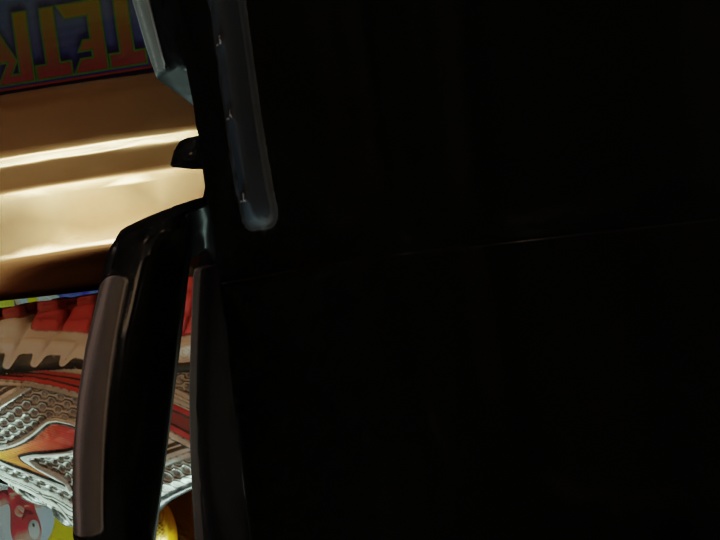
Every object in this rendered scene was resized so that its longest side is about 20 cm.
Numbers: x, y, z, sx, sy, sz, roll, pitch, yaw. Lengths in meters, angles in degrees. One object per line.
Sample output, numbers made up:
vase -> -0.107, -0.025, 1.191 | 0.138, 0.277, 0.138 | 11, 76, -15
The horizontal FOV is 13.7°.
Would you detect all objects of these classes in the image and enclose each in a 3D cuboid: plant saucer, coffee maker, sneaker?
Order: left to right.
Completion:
sneaker -> -0.074, 0.047, 0.827 | 0.199, 0.083, 0.078 | -10, 176, 38
plant saucer -> -0.059, -0.019, 0.764 | 0.199, 0.038, 0.200 | -7, 176, -1
coffee maker -> 0.038, -0.012, 0.595 | 0.191, 0.201, 0.134 | -6, 180, 29

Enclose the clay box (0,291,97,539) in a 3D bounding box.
clay box -> -0.119, 0.034, 1.127 | 0.047, 0.201, 0.114 | -10, 176, 44

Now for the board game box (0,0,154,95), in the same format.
board game box -> -0.083, -0.060, 0.793 | 0.199, 0.057, 0.165 | -8, 178, 10
